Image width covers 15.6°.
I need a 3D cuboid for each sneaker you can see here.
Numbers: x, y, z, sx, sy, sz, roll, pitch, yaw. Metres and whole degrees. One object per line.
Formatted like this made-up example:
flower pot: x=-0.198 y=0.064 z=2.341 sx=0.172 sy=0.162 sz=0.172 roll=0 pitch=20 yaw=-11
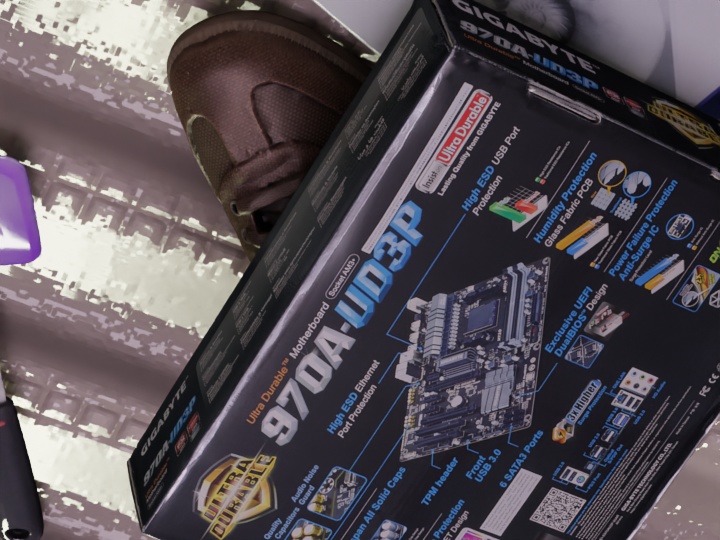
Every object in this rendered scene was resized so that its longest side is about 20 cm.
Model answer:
sneaker: x=0.000 y=0.000 z=0.907 sx=0.070 sy=0.076 sz=0.200 roll=-24 pitch=123 yaw=21

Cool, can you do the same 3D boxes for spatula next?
spatula: x=-0.140 y=0.033 z=0.979 sx=0.056 sy=0.021 sz=0.201 roll=-1 pitch=129 yaw=3

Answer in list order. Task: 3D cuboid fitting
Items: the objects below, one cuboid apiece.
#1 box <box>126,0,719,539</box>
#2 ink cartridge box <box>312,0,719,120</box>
box: x=0.039 y=0.026 z=0.862 sx=0.158 sy=0.046 sz=0.201 roll=22 pitch=114 yaw=-24
ink cartridge box: x=0.104 y=-0.109 z=0.836 sx=0.200 sy=0.041 sz=0.199 roll=36 pitch=122 yaw=-22
